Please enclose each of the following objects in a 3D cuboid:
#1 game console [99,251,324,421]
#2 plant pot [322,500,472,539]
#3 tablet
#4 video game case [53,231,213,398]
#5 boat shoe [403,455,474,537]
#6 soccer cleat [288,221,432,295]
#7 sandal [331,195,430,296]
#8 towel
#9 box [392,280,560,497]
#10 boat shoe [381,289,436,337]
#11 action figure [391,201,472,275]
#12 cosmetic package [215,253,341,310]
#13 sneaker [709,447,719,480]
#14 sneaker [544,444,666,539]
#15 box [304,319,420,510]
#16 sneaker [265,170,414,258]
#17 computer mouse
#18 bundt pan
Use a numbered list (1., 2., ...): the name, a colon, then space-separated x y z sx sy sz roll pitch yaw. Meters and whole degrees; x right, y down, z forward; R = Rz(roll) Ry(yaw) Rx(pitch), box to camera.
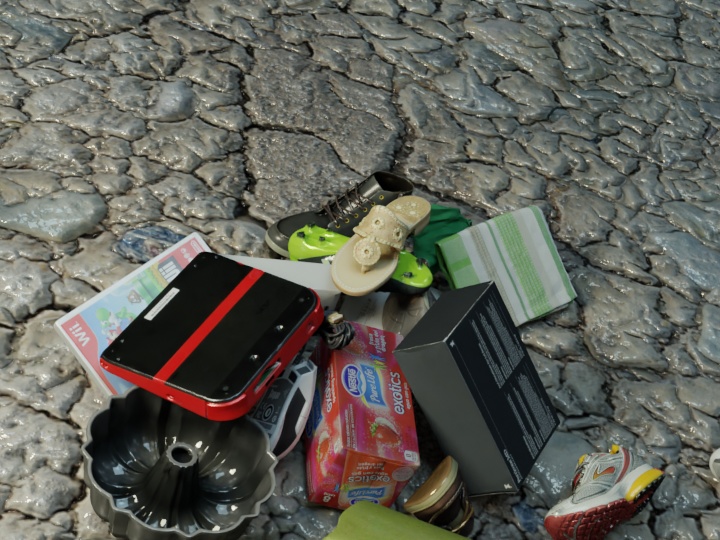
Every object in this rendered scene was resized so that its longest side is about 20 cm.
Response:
1. game console: -0.154 0.067 1.408 0.177 0.031 0.200 18 47 25
2. plant pot: 0.052 0.318 1.265 0.190 0.200 0.200 26 38 24
3. tablet: 0.037 0.068 1.663 0.130 0.014 0.200 23 39 1
4. video game case: -0.220 0.063 1.466 0.200 0.017 0.143 -36 86 -28
5. boat shoe: 0.091 0.246 1.364 0.072 0.200 0.072 42 77 8
6. soccer cleat: 0.000 0.000 1.643 0.200 0.081 0.068 18 38 24
7. sandal: 0.026 -0.055 1.589 0.078 0.070 0.212 18 37 20
8. towel: 0.192 0.003 1.750 0.200 0.031 0.149 -20 86 -37
9. box: 0.136 0.135 1.494 0.141 0.079 0.200 -47 115 -51
10. boat shoe: 0.079 0.081 1.614 0.073 0.074 0.200 37 23 -28
11. action figure: 0.104 -0.046 1.773 0.200 0.055 0.118 -18 88 -58
12. cosmetic package: -0.130 0.029 1.576 0.200 0.083 0.051 5 42 -19
13. sneaker: 0.504 0.227 1.665 0.200 0.075 0.087 -5 34 -39
14. sneaker: 0.267 0.260 1.510 0.082 0.078 0.200 40 33 27
15. box: -0.004 0.162 1.461 0.095 0.100 0.200 15 39 -18
16. sneaker: -0.028 -0.078 1.726 0.200 0.106 0.075 -9 48 -33
17. computer mouse: -0.072 0.135 1.443 0.044 0.110 0.200 33 76 -29
18. bundt pan: -0.190 0.211 1.342 0.202 0.076 0.202 12 40 -11
